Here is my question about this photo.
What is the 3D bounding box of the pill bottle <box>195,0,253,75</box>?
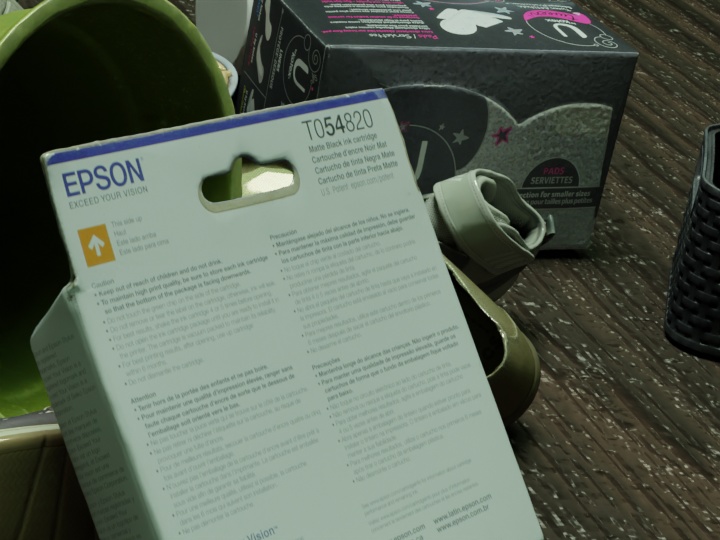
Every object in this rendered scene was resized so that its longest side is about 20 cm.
[{"bbox_3d":[-0.007,-0.175,1.381,0.198,0.113,0.112,-2,25,-29],"label":"pill bottle"}]

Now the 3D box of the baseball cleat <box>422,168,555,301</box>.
[{"bbox_3d":[0.008,-0.018,1.018,0.199,0.106,0.070,-6,66,-35],"label":"baseball cleat"}]

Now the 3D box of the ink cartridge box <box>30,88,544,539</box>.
[{"bbox_3d":[-0.030,0.041,0.769,0.040,0.202,0.199,-21,-4,41],"label":"ink cartridge box"}]

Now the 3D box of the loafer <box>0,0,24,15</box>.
[{"bbox_3d":[-0.175,-0.078,1.024,0.062,0.200,0.072,-13,52,19],"label":"loafer"}]

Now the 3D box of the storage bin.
[{"bbox_3d":[0.277,-0.002,1.125,0.198,0.095,0.135,14,22,6],"label":"storage bin"}]

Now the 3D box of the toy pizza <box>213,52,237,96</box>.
[{"bbox_3d":[-0.170,-0.107,1.176,0.198,0.032,0.201,-6,25,3],"label":"toy pizza"}]

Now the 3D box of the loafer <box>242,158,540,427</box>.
[{"bbox_3d":[0.000,0.000,0.943,0.199,0.076,0.067,30,-14,6],"label":"loafer"}]

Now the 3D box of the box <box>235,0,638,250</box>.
[{"bbox_3d":[0.039,-0.088,1.168,0.198,0.133,0.115,-1,27,-24],"label":"box"}]

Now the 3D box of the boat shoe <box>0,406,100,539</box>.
[{"bbox_3d":[-0.097,0.082,0.784,0.199,0.073,0.065,-2,20,-38],"label":"boat shoe"}]

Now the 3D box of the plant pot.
[{"bbox_3d":[-0.184,-0.033,0.895,0.189,0.202,0.199,10,18,33],"label":"plant pot"}]
